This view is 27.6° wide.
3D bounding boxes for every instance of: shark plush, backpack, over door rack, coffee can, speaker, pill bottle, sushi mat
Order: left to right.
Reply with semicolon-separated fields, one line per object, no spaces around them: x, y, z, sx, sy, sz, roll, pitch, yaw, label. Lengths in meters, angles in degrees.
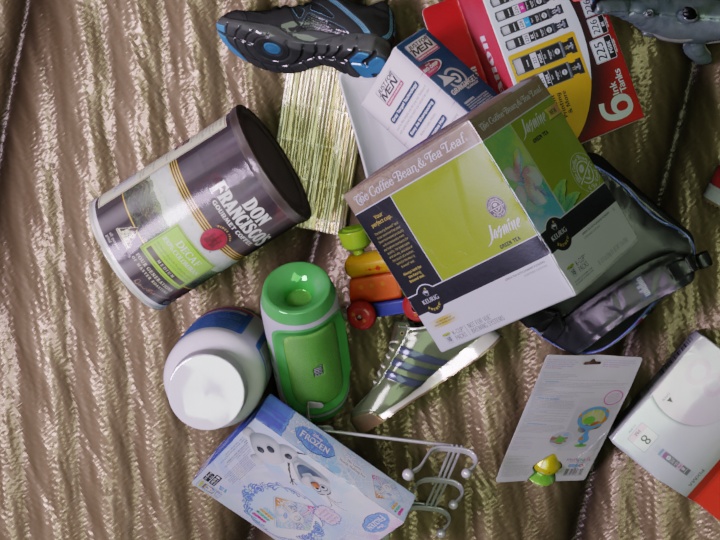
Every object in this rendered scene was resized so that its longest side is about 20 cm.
-0.176;-0.068;1.612;0.200;0.146;0.147;-31;96;11;coffee can
-0.157;0.110;1.617;0.112;0.200;0.113;0;98;3;pill bottle
-0.059;0.082;1.616;0.088;0.089;0.200;-3;139;3;speaker
-0.049;-0.145;1.667;0.095;0.012;0.200;9;99;2;sushi mat
0.019;0.238;1.660;0.200;0.067;0.148;16;139;-1;over door rack
0.248;-0.012;1.602;0.200;0.154;0.191;40;103;4;backpack
0.340;-0.283;1.564;0.200;0.083;0.091;15;95;-24;shark plush

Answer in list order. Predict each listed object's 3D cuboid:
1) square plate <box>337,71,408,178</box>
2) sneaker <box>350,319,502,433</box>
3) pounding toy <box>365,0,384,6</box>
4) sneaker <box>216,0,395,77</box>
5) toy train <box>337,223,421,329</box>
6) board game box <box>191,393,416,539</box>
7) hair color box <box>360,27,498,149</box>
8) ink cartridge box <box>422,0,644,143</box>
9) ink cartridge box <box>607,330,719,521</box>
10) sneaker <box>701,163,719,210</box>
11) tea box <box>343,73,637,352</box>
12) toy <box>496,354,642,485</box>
0.094;-0.153;1.646;0.198;0.028;0.200;-15;98;1;square plate
0.058;0.098;1.677;0.200;0.067;0.090;-35;88;7;sneaker
0.100;-0.388;1.575;0.184;0.142;0.200;-6;100;-10;pounding toy
-0.058;-0.265;1.620;0.200;0.073;0.082;10;65;8;sneaker
0.000;0.000;1.640;0.200;0.085;0.116;-9;106;27;toy train
-0.067;0.246;1.647;0.199;0.043;0.200;37;141;-6;board game box
0.105;-0.152;1.556;0.200;0.061;0.100;43;138;8;hair color box
0.185;-0.225;1.584;0.175;0.084;0.200;-23;98;-11;ink cartridge box
0.411;0.190;1.679;0.200;0.057;0.163;39;98;1;ink cartridge box
0.493;-0.087;1.619;0.200;0.071;0.113;24;102;1;sneaker
0.127;-0.054;1.457;0.200;0.134;0.197;-27;97;47;tea box
0.228;0.158;1.651;0.115;0.047;0.200;2;127;-18;toy
